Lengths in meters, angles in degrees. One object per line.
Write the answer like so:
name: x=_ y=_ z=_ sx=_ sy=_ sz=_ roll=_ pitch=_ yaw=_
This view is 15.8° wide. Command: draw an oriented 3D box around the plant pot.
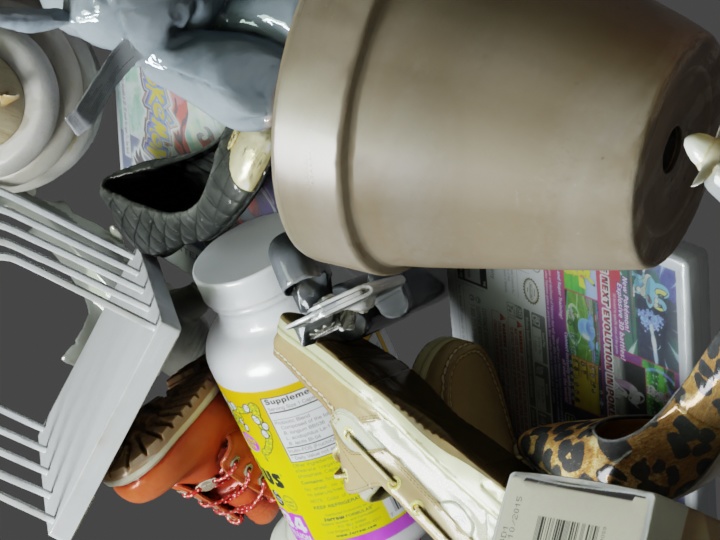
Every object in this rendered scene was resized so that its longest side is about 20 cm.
plant pot: x=0.077 y=-0.079 z=1.269 sx=0.173 sy=0.200 sz=0.201 roll=17 pitch=128 yaw=25

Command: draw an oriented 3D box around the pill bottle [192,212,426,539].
pill bottle: x=-0.026 y=0.068 z=1.526 sx=0.104 sy=0.104 sz=0.201 roll=8 pitch=131 yaw=49

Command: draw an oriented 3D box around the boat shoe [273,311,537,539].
boat shoe: x=0.019 y=0.097 z=1.398 sx=0.200 sy=0.074 sz=0.067 roll=39 pitch=106 yaw=28

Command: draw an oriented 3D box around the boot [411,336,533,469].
boot: x=0.107 y=0.133 z=1.425 sx=0.155 sy=0.073 sz=0.202 roll=-3 pitch=100 yaw=45

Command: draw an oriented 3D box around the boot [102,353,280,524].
boot: x=-0.087 y=0.113 z=1.568 sx=0.075 sy=0.200 sz=0.108 roll=-25 pitch=95 yaw=26

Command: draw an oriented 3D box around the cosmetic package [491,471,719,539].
cosmetic package: x=0.166 y=0.165 z=1.304 sx=0.105 sy=0.199 sz=0.072 roll=5 pitch=75 yaw=47

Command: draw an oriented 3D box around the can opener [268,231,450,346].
can opener: x=0.000 y=0.000 z=1.413 sx=0.053 sy=0.200 sz=0.067 roll=-26 pitch=88 yaw=15

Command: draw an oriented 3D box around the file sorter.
file sorter: x=-0.197 y=0.046 z=1.525 sx=0.124 sy=0.139 sz=0.200 roll=26 pitch=-173 yaw=-14

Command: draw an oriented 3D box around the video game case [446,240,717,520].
video game case: x=0.120 y=0.052 z=1.432 sx=0.182 sy=0.023 sz=0.201 roll=23 pitch=130 yaw=42

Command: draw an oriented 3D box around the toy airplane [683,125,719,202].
toy airplane: x=0.223 y=-0.076 z=1.107 sx=0.198 sy=0.141 sz=0.201 roll=21 pitch=129 yaw=42

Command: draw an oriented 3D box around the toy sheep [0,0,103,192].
toy sheep: x=-0.224 y=-0.114 z=1.634 sx=0.137 sy=0.200 sz=0.139 roll=2 pitch=97 yaw=16

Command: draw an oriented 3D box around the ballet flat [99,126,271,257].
ballet flat: x=-0.100 y=-0.052 z=1.526 sx=0.057 sy=0.067 sz=0.200 roll=36 pitch=152 yaw=-16

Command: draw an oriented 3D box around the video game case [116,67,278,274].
video game case: x=-0.086 y=-0.071 z=1.590 sx=0.182 sy=0.023 sz=0.201 roll=31 pitch=135 yaw=36

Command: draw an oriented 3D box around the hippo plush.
hippo plush: x=-0.111 y=-0.151 z=1.467 sx=0.160 sy=0.200 sz=0.161 roll=51 pitch=167 yaw=-19

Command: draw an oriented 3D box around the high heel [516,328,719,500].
high heel: x=0.161 y=0.049 z=1.320 sx=0.199 sy=0.071 sz=0.144 roll=3 pitch=108 yaw=35

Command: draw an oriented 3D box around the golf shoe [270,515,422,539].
golf shoe: x=0.022 y=0.206 z=1.623 sx=0.200 sy=0.075 sz=0.092 roll=44 pitch=139 yaw=21

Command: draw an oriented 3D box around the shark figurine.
shark figurine: x=-0.177 y=0.015 z=1.670 sx=0.214 sy=0.090 sz=0.128 roll=39 pitch=165 yaw=1
